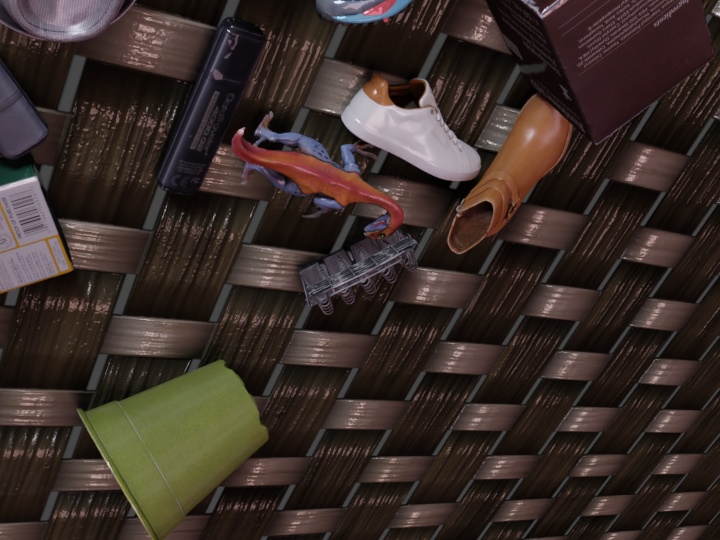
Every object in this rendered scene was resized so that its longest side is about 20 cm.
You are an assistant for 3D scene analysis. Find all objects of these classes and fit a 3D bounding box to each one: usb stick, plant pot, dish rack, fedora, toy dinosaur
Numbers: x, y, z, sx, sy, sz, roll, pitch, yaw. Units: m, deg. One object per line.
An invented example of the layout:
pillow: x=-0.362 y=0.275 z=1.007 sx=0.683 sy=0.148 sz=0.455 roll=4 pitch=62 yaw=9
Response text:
usb stick: x=-0.352 y=-0.183 z=0.816 sx=0.055 sy=0.033 sz=0.201 roll=-27 pitch=136 yaw=-3
usb stick: x=-0.157 y=-0.167 z=0.950 sx=0.055 sy=0.033 sz=0.201 roll=5 pitch=125 yaw=-40
plant pot: x=-0.224 y=0.212 z=1.154 sx=0.189 sy=0.200 sz=0.201 roll=-31 pitch=137 yaw=-18
dish rack: x=0.000 y=0.000 z=1.081 sx=0.152 sy=0.200 sz=0.055 roll=-28 pitch=101 yaw=-3
fedora: x=-0.248 y=-0.274 z=0.763 sx=0.176 sy=0.091 sz=0.201 roll=8 pitch=123 yaw=-34
toy dinosaur: x=-0.040 y=-0.086 z=0.997 sx=0.180 sy=0.200 sz=0.106 roll=28 pitch=111 yaw=5

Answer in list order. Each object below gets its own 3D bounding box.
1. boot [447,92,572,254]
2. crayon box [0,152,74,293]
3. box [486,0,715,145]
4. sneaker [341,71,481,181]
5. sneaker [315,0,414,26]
boot: x=0.180 y=-0.114 z=1.099 sx=0.155 sy=0.073 sz=0.201 roll=-40 pitch=157 yaw=-52
crayon box: x=-0.407 y=-0.029 z=0.919 sx=0.198 sy=0.052 sz=0.126 roll=-19 pitch=135 yaw=-14
box: x=0.245 y=-0.283 z=0.971 sx=0.164 sy=0.166 sz=0.200 roll=-37 pitch=135 yaw=4
sneaker: x=0.079 y=-0.165 z=1.050 sx=0.199 sy=0.073 sz=0.085 roll=17 pitch=121 yaw=-37
sneaker: x=0.033 y=-0.317 z=0.904 sx=0.199 sy=0.079 sz=0.096 roll=-33 pitch=127 yaw=-11
